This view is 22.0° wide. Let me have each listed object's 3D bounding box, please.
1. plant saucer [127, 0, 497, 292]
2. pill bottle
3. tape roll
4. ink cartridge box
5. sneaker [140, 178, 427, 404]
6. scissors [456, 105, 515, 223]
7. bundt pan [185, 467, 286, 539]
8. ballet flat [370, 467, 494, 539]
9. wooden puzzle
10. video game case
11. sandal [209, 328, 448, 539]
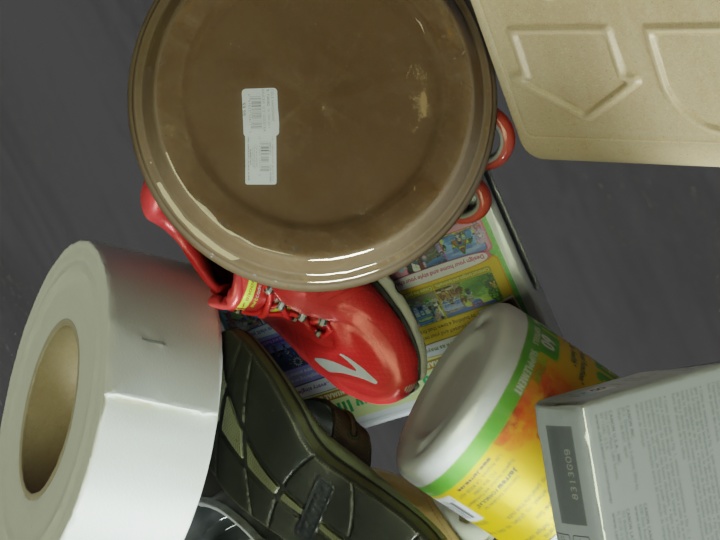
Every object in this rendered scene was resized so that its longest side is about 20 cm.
[{"bbox_3d":[-0.024,-0.090,0.971,0.197,0.029,0.203,0,90,-4],"label":"plant saucer"},{"bbox_3d":[0.129,0.116,1.017,0.199,0.111,0.111,33,122,-10],"label":"pill bottle"},{"bbox_3d":[-0.150,0.087,1.078,0.070,0.203,0.203,14,124,-24],"label":"tape roll"},{"bbox_3d":[0.190,0.127,0.962,0.047,0.198,0.162,-7,94,58],"label":"ink cartridge box"},{"bbox_3d":[-0.050,0.010,1.045,0.200,0.085,0.077,43,122,1],"label":"sneaker"},{"bbox_3d":[0.000,-0.105,1.017,0.199,0.014,0.073,38,123,3],"label":"scissors"},{"bbox_3d":[-0.041,0.185,1.116,0.201,0.076,0.203,35,148,26],"label":"bundt pan"},{"bbox_3d":[0.076,0.180,1.116,0.063,0.069,0.200,-41,95,3],"label":"ballet flat"},{"bbox_3d":[0.137,-0.136,0.915,0.184,0.046,0.201,6,136,40],"label":"wooden puzzle"},{"bbox_3d":[0.000,0.000,1.083,0.198,0.022,0.184,-19,103,27],"label":"video game case"},{"bbox_3d":[-0.019,0.114,1.017,0.201,0.057,0.080,44,123,21],"label":"sandal"}]
